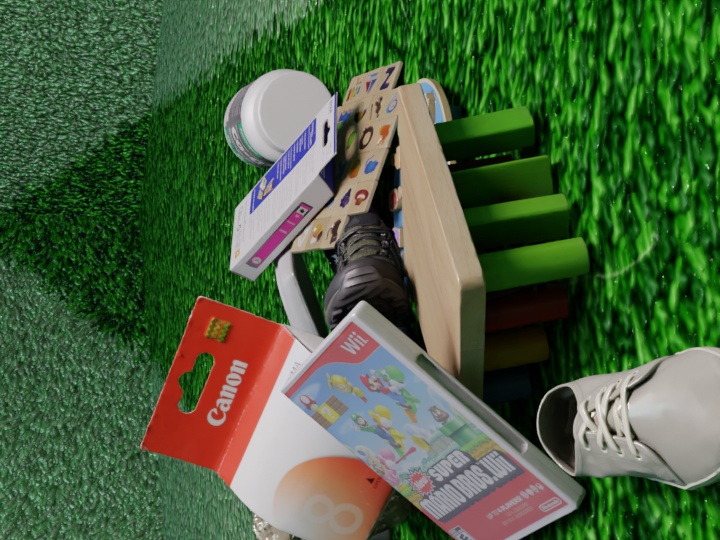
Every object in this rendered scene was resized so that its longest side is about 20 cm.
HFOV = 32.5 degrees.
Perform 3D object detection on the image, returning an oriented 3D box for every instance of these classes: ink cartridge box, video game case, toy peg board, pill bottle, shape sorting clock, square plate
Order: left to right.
[{"bbox_3d":[-0.100,-0.188,1.530,0.200,0.111,0.115,-175,86,-75],"label":"pill bottle"},{"bbox_3d":[-0.059,0.125,0.964,0.050,0.197,0.164,-91,23,-59],"label":"ink cartridge box"},{"bbox_3d":[-0.070,-0.084,1.274,0.200,0.037,0.096,-47,30,37],"label":"ink cartridge box"},{"bbox_3d":[-0.057,0.056,1.345,0.199,0.028,0.202,-109,0,-67],"label":"square plate"},{"bbox_3d":[0.053,-0.071,1.113,0.200,0.039,0.203,-179,90,-74],"label":"shape sorting clock"},{"bbox_3d":[0.046,0.119,0.873,0.017,0.199,0.143,-51,2,-36],"label":"video game case"},{"bbox_3d":[0.095,-0.004,0.909,0.201,0.096,0.202,85,174,-48],"label":"toy peg board"}]

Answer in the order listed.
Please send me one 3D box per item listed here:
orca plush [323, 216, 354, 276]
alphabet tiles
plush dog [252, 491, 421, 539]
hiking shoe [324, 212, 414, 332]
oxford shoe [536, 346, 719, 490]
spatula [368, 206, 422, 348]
[{"bbox_3d":[-0.030,-0.035,1.296,0.106,0.070,0.203,71,-166,-64],"label":"orca plush"},{"bbox_3d":[-0.014,-0.113,1.244,0.166,0.006,0.203,-6,62,60],"label":"alphabet tiles"},{"bbox_3d":[-0.011,0.146,1.109,0.159,0.199,0.174,-25,93,41],"label":"plush dog"},{"bbox_3d":[0.000,0.000,1.062,0.200,0.075,0.102,61,-167,-80],"label":"hiking shoe"},{"bbox_3d":[0.158,0.087,0.705,0.200,0.057,0.076,149,122,-70],"label":"oxford shoe"},{"bbox_3d":[0.035,0.023,1.206,0.057,0.020,0.202,98,163,-46],"label":"spatula"}]
